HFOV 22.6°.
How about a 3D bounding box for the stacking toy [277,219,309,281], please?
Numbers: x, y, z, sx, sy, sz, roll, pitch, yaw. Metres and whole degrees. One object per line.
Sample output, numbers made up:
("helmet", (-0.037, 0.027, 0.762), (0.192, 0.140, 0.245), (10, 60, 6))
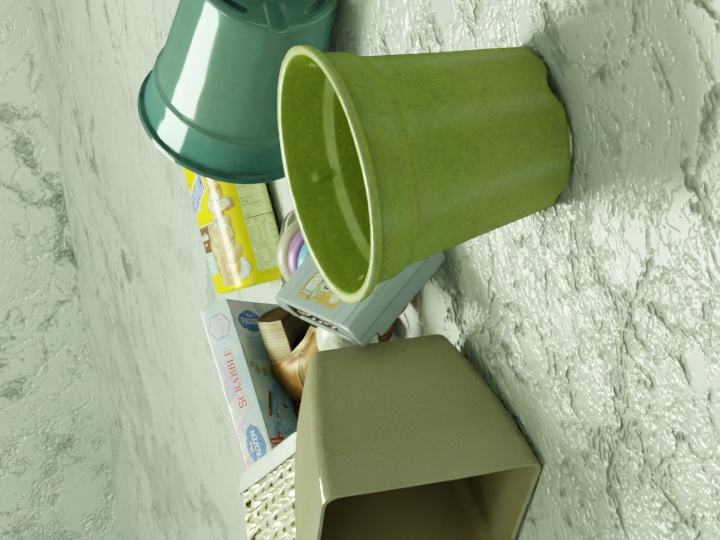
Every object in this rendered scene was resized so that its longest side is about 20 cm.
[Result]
("stacking toy", (-0.011, 0.002, 1.860), (0.200, 0.085, 0.085), (29, 130, 60))

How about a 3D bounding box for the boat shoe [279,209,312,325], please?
("boat shoe", (-0.060, 0.029, 2.029), (0.057, 0.067, 0.200), (-4, 103, 56))

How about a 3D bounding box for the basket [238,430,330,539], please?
("basket", (-0.027, 0.244, 1.854), (0.200, 0.135, 0.124), (-40, 49, 54))

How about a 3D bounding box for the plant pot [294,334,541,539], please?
("plant pot", (0.031, 0.175, 1.677), (0.200, 0.200, 0.177), (100, 157, -51))

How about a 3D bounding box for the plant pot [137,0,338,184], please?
("plant pot", (-0.113, -0.226, 1.836), (0.200, 0.200, 0.196), (64, 150, 33))

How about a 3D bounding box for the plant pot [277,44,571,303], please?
("plant pot", (0.055, -0.093, 1.401), (0.200, 0.184, 0.201), (166, 90, -72))

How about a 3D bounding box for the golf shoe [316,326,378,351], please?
("golf shoe", (0.000, 0.132, 1.843), (0.200, 0.075, 0.092), (66, -165, -49))

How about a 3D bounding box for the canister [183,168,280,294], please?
("canister", (-0.159, -0.077, 2.231), (0.149, 0.086, 0.200), (166, 88, -73))

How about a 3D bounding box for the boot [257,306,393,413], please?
("boot", (-0.018, 0.113, 1.938), (0.200, 0.077, 0.155), (-7, 113, 41))

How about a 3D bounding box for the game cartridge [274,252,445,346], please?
("game cartridge", (0.000, 0.000, 1.734), (0.042, 0.133, 0.200), (40, 171, -24))

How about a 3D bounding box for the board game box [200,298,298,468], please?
("board game box", (-0.088, 0.135, 2.048), (0.200, 0.041, 0.200), (9, -120, -63))
